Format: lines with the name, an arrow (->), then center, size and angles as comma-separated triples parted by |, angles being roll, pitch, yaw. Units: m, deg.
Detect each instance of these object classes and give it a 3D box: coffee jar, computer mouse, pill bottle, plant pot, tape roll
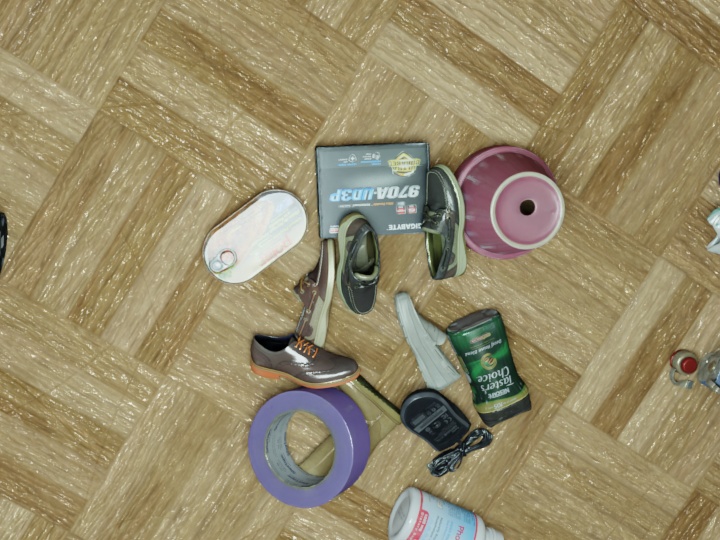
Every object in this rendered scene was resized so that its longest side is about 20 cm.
coffee jar -> 0.235, 0.178, 1.701 | 0.104, 0.085, 0.201 | -23, 102, -4
computer mouse -> 0.137, 0.278, 1.706 | 0.138, 0.053, 0.200 | -36, 121, 9
pill bottle -> 0.158, 0.484, 1.727 | 0.199, 0.109, 0.109 | 25, 95, -11
plant pot -> 0.260, -0.111, 1.611 | 0.198, 0.179, 0.202 | -1, 100, -7
tape roll -> -0.089, 0.302, 1.632 | 0.198, 0.085, 0.202 | 1, 92, 21

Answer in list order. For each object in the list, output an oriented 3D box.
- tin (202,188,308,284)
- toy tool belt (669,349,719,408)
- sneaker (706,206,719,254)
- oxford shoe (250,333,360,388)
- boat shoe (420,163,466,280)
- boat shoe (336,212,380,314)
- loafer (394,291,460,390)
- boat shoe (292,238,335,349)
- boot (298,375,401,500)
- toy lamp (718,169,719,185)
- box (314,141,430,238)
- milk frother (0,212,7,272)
tin -> -0.182, -0.059, 1.629 | 0.199, 0.042, 0.112 | -36, 98, -1
toy tool belt -> 0.692, 0.199, 1.749 | 0.199, 0.123, 0.126 | 15, 97, -10
sneaker -> 0.674, -0.107, 1.699 | 0.088, 0.075, 0.201 | 1, 126, 8
oxford shoe -> -0.098, 0.153, 1.627 | 0.198, 0.071, 0.073 | 5, 123, 9
boat shoe -> 0.137, -0.078, 1.609 | 0.066, 0.072, 0.202 | -21, 112, -31
boat shoe -> 0.000, 0.000, 1.618 | 0.073, 0.065, 0.201 | -23, 128, -20
loafer -> 0.119, 0.122, 1.685 | 0.069, 0.070, 0.201 | -24, 111, 3
boat shoe -> -0.084, 0.040, 1.642 | 0.071, 0.072, 0.201 | 8, 109, -3
boot -> -0.039, 0.290, 1.692 | 0.175, 0.066, 0.200 | 42, 93, -11
toy lamp -> 0.767, -0.173, 1.734 | 0.198, 0.058, 0.059 | 1, 99, -9
box -> 0.022, -0.141, 1.639 | 0.198, 0.046, 0.160 | -3, 100, -8
milk frother -> -0.679, -0.010, 1.486 | 0.187, 0.200, 0.182 | 7, 102, -9
